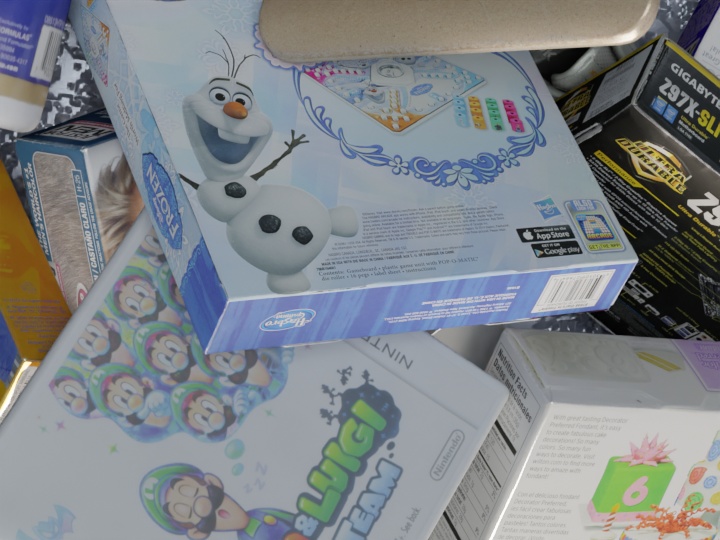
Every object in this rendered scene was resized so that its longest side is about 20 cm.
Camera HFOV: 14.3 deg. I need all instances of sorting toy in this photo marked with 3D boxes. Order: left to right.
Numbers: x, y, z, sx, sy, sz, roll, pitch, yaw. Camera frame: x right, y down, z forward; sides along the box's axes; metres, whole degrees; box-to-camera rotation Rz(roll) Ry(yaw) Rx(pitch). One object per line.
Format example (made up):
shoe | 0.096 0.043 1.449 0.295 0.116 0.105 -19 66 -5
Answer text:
sorting toy | 0.067 -0.163 1.281 0.185 0.200 0.037 -1 134 25

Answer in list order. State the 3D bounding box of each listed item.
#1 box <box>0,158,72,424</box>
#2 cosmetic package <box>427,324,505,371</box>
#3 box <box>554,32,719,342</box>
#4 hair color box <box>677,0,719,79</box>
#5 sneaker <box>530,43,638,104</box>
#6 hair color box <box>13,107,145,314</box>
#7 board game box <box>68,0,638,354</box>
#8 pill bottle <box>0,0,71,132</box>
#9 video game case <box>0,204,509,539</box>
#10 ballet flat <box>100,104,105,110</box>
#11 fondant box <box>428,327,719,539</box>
box | -0.193 0.008 1.323 0.041 0.200 0.119 0 135 -37
cosmetic package | -0.008 0.091 1.378 0.200 0.081 0.113 -35 121 -4
box | 0.166 -0.010 1.353 0.200 0.160 0.049 37 58 -13
hair color box | 0.226 -0.127 1.373 0.109 0.065 0.200 32 67 -6
sneaker | 0.119 -0.080 1.389 0.200 0.092 0.076 41 89 -7
hair color box | -0.056 -0.041 1.336 0.200 0.060 0.100 -23 111 -35
board game box | -0.006 -0.060 1.267 0.200 0.043 0.199 -5 53 -27
pill bottle | -0.174 -0.170 1.252 0.119 0.120 0.200 14 91 -6
video game case | -0.056 0.082 1.230 0.182 0.024 0.200 34 66 -6
ballet flat | -0.102 -0.037 1.386 0.073 0.073 0.200 -2 96 -5
fondant box | 0.104 0.125 1.352 0.144 0.058 0.200 4 126 -28
